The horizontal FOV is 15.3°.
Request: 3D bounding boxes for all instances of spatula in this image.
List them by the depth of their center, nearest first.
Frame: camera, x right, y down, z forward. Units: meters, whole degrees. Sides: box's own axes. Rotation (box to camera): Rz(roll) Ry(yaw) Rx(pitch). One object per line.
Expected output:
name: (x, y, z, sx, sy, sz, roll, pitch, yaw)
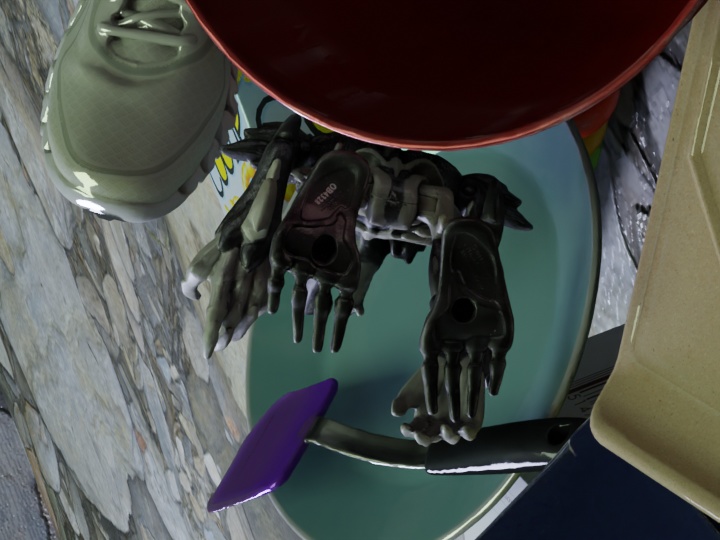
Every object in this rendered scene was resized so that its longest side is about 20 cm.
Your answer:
spatula: (0.014, 0.064, 0.986, 0.200, 0.057, 0.021, -4, 138, 46)

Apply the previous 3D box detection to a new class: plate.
plate: (0.027, 0.016, 1.031, 0.200, 0.026, 0.200, -26, 55, 43)

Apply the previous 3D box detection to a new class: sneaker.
sneaker: (-0.072, -0.112, 0.999, 0.081, 0.075, 0.200, 95, -172, -61)

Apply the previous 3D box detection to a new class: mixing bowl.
mixing bowl: (0.044, -0.136, 0.778, 0.200, 0.108, 0.200, 2, 95, 29)

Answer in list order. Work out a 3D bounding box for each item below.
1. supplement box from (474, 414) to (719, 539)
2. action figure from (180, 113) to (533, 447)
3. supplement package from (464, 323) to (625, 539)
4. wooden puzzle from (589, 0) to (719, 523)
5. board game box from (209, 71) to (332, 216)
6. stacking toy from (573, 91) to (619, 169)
supplement box: (0.124, 0.149, 0.903, 0.200, 0.109, 0.110, 36, -169, -42)
action figure: (0.000, 0.000, 0.923, 0.200, 0.119, 0.102, -100, 29, -82)
supplement package: (0.119, 0.136, 1.058, 0.117, 0.117, 0.200, 45, 151, 54)
wooden puzzle: (0.153, -0.011, 0.767, 0.185, 0.037, 0.200, 33, 113, 49)
board game box: (-0.006, -0.037, 1.286, 0.105, 0.103, 0.200, 155, 95, -74)
stacking toy: (0.065, -0.059, 1.087, 0.085, 0.085, 0.200, 64, 159, 21)
